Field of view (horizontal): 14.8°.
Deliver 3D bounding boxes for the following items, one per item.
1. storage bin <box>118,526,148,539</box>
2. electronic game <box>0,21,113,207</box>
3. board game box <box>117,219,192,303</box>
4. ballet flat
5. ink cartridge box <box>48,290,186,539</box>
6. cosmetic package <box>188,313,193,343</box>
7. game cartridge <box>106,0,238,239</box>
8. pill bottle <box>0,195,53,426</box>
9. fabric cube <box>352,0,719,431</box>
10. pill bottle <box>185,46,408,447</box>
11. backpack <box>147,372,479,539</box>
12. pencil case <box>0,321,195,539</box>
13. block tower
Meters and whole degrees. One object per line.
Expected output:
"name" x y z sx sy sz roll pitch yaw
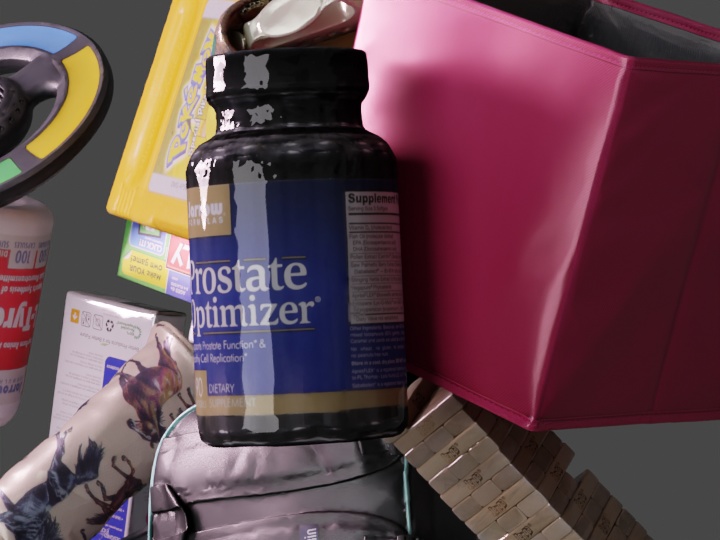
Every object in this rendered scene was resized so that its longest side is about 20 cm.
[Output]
"storage bin" -0.101 0.267 1.776 0.135 0.093 0.201 -27 69 40
"electronic game" -0.265 -0.104 1.907 0.200 0.200 0.042 26 149 42
"board game box" -0.076 -0.038 1.808 0.199 0.029 0.135 18 100 43
"ballet flat" 0.007 -0.153 1.608 0.199 0.067 0.068 -20 71 4
"ink cartridge box" -0.172 0.119 1.892 0.094 0.037 0.201 12 94 43
"cosmetic package" 0.000 0.000 1.611 0.071 0.199 0.102 13 97 44
"game cartridge" -0.089 -0.105 1.743 0.200 0.032 0.177 16 88 60
"pill bottle" -0.287 0.043 1.953 0.112 0.112 0.201 20 103 43
"fabric cube" 0.113 -0.042 1.506 0.196 0.199 0.200 23 107 42
"pill bottle" -0.034 -0.012 1.435 0.111 0.112 0.201 -4 89 44
"backpack" -0.023 0.150 1.658 0.199 0.153 0.177 -10 81 28
"pencil case" -0.172 0.124 1.796 0.200 0.089 0.078 -43 90 -5
"block tower" 0.102 0.135 1.537 0.200 0.054 0.058 46 124 -5
